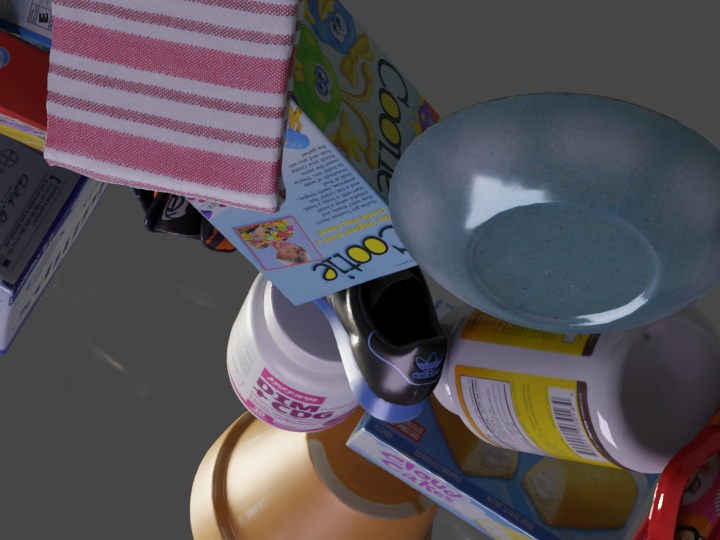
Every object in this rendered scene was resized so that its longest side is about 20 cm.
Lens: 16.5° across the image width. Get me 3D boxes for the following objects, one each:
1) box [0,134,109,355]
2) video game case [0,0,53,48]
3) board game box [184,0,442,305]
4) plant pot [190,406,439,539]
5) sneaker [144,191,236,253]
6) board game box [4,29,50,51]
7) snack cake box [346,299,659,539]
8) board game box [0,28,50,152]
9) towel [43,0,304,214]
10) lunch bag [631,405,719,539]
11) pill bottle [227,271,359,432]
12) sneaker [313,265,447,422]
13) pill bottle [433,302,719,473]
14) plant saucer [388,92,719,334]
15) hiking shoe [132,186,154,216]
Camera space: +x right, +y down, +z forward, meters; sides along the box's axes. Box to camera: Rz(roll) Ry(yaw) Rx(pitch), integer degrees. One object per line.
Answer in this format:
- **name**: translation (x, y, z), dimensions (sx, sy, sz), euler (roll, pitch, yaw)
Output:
- **box**: translation (-0.243, -0.061, 1.737), dimensions (0.105, 0.184, 0.200), euler (31, 163, -2)
- **video game case**: translation (-0.220, -0.219, 1.368), dimensions (0.200, 0.143, 0.018), euler (23, -162, 25)
- **board game box**: translation (-0.047, -0.088, 1.407), dimensions (0.105, 0.103, 0.200), euler (-18, 134, 29)
- **plant pot**: translation (-0.016, 0.173, 2.012), dimensions (0.200, 0.200, 0.183), euler (33, 146, -4)
- **sneaker**: translation (-0.099, -0.079, 1.559), dimensions (0.077, 0.112, 0.200), euler (18, 158, 36)
- **board game box**: translation (-0.232, -0.183, 1.504), dimensions (0.200, 0.047, 0.151), euler (13, 152, 46)
- **snack cake box**: translation (0.105, 0.124, 1.762), dimensions (0.200, 0.115, 0.067), euler (32, 162, -2)
- **board game box**: translation (-0.195, -0.102, 1.451), dimensions (0.200, 0.040, 0.153), euler (24, 175, -41)
- **towel**: translation (-0.093, -0.137, 1.288), dimensions (0.146, 0.200, 0.030), euler (14, -162, 25)
- **lunch bag**: translation (0.235, 0.159, 1.498), dimensions (0.082, 0.200, 0.176), euler (19, 160, 46)
- **pill bottle**: translation (-0.030, 0.043, 1.770), dimensions (0.113, 0.113, 0.200), euler (32, 162, 1)
- **sneaker**: translation (0.000, 0.000, 1.618), dimensions (0.200, 0.070, 0.078), euler (58, 143, 28)
- **pill bottle**: translation (0.130, 0.064, 1.565), dimensions (0.109, 0.109, 0.200), euler (42, 160, -29)
- **plant saucer**: translation (0.112, -0.016, 1.351), dimensions (0.200, 0.039, 0.201), euler (6, 143, 4)
- **hiking shoe**: translation (-0.116, -0.062, 1.674), dimensions (0.074, 0.087, 0.200), euler (21, 159, 37)
